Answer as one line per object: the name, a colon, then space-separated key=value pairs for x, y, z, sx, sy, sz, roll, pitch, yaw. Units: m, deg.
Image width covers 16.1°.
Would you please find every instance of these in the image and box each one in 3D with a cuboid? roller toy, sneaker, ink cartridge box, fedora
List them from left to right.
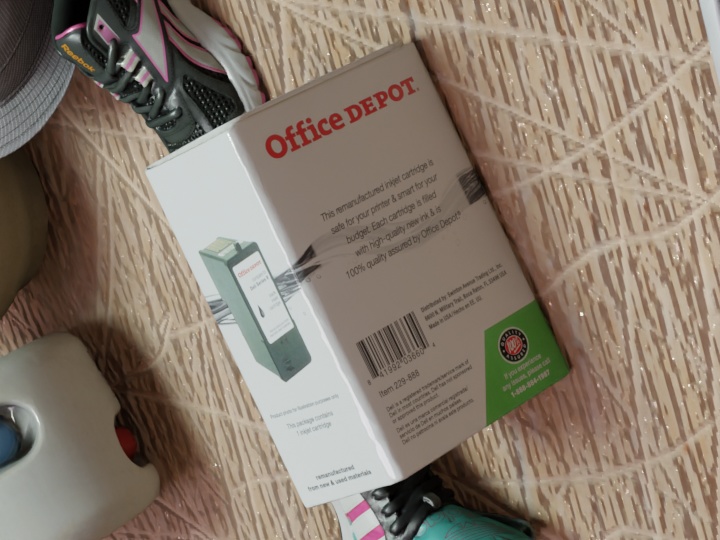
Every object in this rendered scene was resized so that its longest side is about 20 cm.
fedora: x=-0.249 y=-0.164 z=1.451 sx=0.177 sy=0.090 sz=0.200 roll=3 pitch=76 yaw=9
roller toy: x=-0.229 y=0.125 z=1.594 sx=0.182 sy=0.200 sz=0.140 roll=-30 pitch=90 yaw=38
sneaker: x=-0.131 y=-0.125 z=1.432 sx=0.080 sy=0.086 sz=0.200 roll=-28 pitch=91 yaw=50
ink cartridge box: x=0.000 y=0.000 z=1.329 sx=0.084 sy=0.146 sz=0.200 roll=-22 pitch=95 yaw=49
sneaker: x=0.034 y=0.132 z=1.410 sx=0.121 sy=0.084 sz=0.200 roll=9 pitch=125 yaw=47

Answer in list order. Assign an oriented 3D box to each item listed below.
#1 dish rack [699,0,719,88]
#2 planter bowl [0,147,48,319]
dish rack: x=0.251 y=-0.079 z=1.116 sx=0.200 sy=0.044 sz=0.172 roll=-2 pitch=110 yaw=45
planter bowl: x=-0.282 y=-0.029 z=1.588 sx=0.200 sy=0.135 sz=0.200 roll=14 pitch=112 yaw=38
